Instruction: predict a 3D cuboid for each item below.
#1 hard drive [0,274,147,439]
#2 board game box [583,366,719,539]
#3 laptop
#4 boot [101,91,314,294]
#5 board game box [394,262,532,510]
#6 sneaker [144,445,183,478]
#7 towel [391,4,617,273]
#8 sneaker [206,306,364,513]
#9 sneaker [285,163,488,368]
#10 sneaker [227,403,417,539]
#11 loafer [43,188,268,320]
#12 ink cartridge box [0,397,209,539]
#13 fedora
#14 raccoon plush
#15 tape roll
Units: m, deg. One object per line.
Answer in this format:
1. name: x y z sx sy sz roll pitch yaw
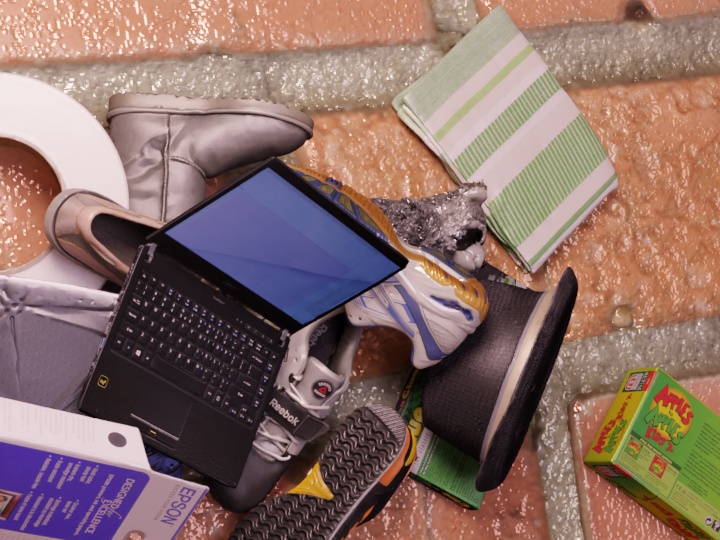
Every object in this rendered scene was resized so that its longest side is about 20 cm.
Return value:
1. hard drive: -0.252 0.073 1.194 0.200 0.042 0.135 8 82 -10
2. board game box: 0.310 0.187 1.520 0.200 0.048 0.102 37 69 -18
3. laptop: -0.079 0.044 1.191 0.177 0.103 0.200 36 67 -45
4. boot: -0.130 -0.035 1.307 0.181 0.073 0.200 1 75 1
5. board game box: 0.095 0.096 1.440 0.105 0.023 0.200 32 71 -20
6. sneaker: -0.172 0.140 1.265 0.200 0.075 0.078 -34 84 -22
7. towel: 0.136 -0.117 1.489 0.153 0.023 0.200 -44 101 -25
8. sneaker: -0.057 0.102 1.329 0.074 0.088 0.200 33 72 -20
9. sneaker: 0.000 0.000 1.291 0.200 0.075 0.088 38 108 0
10. sneaker: -0.026 0.201 1.341 0.200 0.070 0.090 -46 149 -5
11. loafer: -0.139 -0.002 1.231 0.200 0.063 0.072 25 83 -32
12. ink cartridge box: -0.234 0.172 1.174 0.200 0.198 0.043 18 42 -20
13. fedora: 0.107 0.078 1.369 0.091 0.201 0.201 21 72 11
14. raccoon plush: 0.021 -0.058 1.390 0.200 0.097 0.134 45 59 -14
15. tape roll: -0.275 -0.047 1.242 0.202 0.037 0.203 1 85 -12
